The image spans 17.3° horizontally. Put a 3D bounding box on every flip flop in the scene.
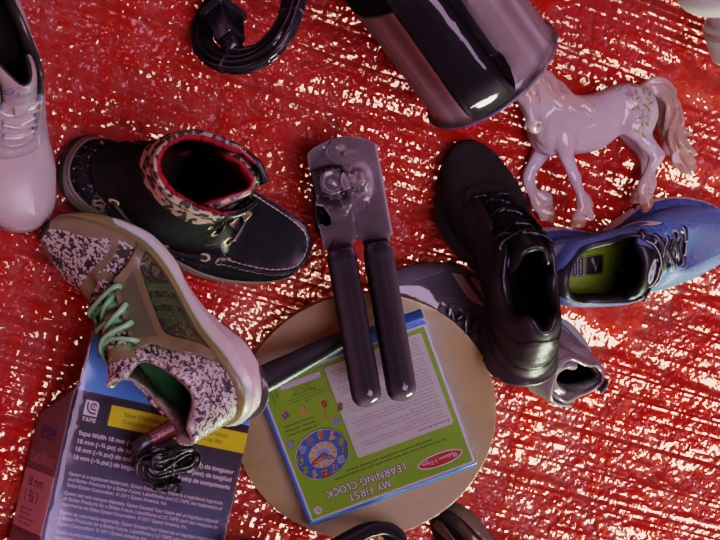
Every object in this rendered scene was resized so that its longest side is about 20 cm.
[{"bbox_3d":[0.130,0.249,1.896,0.200,0.081,0.058,51,63,-21],"label":"flip flop"}]

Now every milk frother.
[{"bbox_3d":[0.008,-0.175,1.711,0.199,0.181,0.188,-24,120,27],"label":"milk frother"}]

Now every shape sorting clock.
[{"bbox_3d":[0.004,0.110,1.790,0.199,0.039,0.201,-1,105,-4],"label":"shape sorting clock"}]

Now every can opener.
[{"bbox_3d":[0.000,0.000,1.736,0.053,0.067,0.201,-9,84,-7],"label":"can opener"}]

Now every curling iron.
[{"bbox_3d":[-0.085,0.096,1.708,0.200,0.026,0.050,-35,128,-26],"label":"curling iron"}]

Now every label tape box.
[{"bbox_3d":[-0.166,0.153,1.718,0.144,0.063,0.201,15,87,-29],"label":"label tape box"}]

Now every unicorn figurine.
[{"bbox_3d":[0.173,-0.105,1.839,0.199,0.074,0.138,-20,110,-39],"label":"unicorn figurine"}]

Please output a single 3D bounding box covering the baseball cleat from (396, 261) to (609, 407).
[{"bbox_3d":[0.105,0.049,1.811,0.199,0.106,0.070,15,105,-27],"label":"baseball cleat"}]

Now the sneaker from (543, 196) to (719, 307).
[{"bbox_3d":[0.220,-0.005,1.868,0.199,0.089,0.079,-15,109,-24],"label":"sneaker"}]

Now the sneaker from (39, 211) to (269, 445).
[{"bbox_3d":[-0.154,0.041,1.631,0.200,0.077,0.089,44,39,4],"label":"sneaker"}]

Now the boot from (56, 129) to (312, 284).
[{"bbox_3d":[-0.097,-0.042,1.656,0.203,0.154,0.074,23,78,-28],"label":"boot"}]

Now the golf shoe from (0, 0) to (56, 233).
[{"bbox_3d":[-0.245,-0.113,1.601,0.078,0.097,0.201,-24,113,-22],"label":"golf shoe"}]

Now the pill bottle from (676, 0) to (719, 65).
[{"bbox_3d":[0.284,-0.265,1.828,0.111,0.111,0.201,-28,113,-19],"label":"pill bottle"}]

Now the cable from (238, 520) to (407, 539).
[{"bbox_3d":[-0.051,0.223,1.751,0.200,0.050,0.098,-30,103,-42],"label":"cable"}]

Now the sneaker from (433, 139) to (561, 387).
[{"bbox_3d":[0.112,-0.018,1.767,0.076,0.091,0.201,-12,64,-17],"label":"sneaker"}]
